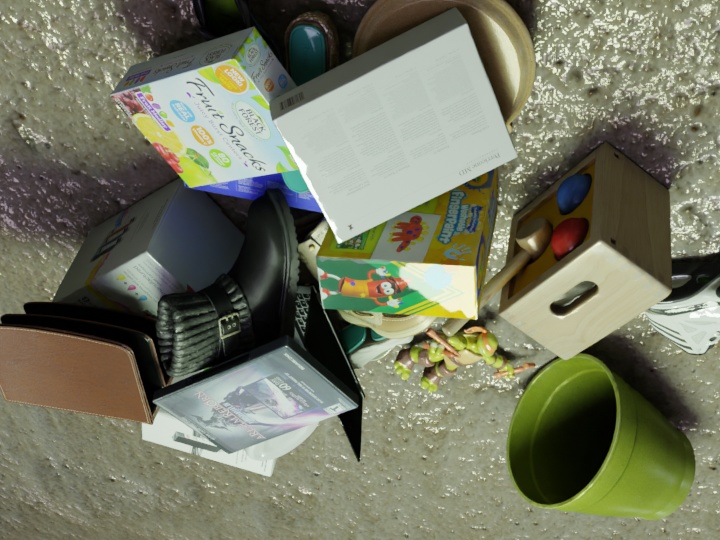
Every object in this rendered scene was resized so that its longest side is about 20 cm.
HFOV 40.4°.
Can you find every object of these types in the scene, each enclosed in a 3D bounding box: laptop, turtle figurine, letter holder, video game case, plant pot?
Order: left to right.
[{"bbox_3d":[-0.336,0.088,1.173,0.197,0.101,0.143,7,135,12],"label":"letter holder"},{"bbox_3d":[-0.122,0.150,1.142,0.198,0.019,0.143,-24,133,25],"label":"video game case"},{"bbox_3d":[-0.075,0.125,1.266,0.198,0.116,0.189,3,126,41],"label":"laptop"},{"bbox_3d":[0.120,0.106,1.281,0.198,0.065,0.160,17,151,-38],"label":"turtle figurine"},{"bbox_3d":[0.328,0.237,1.285,0.191,0.202,0.200,25,137,-27],"label":"plant pot"}]

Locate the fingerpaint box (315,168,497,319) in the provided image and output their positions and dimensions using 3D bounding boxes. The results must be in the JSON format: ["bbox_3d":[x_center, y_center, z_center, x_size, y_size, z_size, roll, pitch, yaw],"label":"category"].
[{"bbox_3d":[0.057,-0.040,1.058,0.164,0.201,0.074,3,127,13],"label":"fingerpaint box"}]

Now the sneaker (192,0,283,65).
[{"bbox_3d":[-0.134,-0.241,1.005,0.070,0.083,0.201,-1,134,17],"label":"sneaker"}]

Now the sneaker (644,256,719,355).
[{"bbox_3d":[0.430,0.042,1.140,0.198,0.076,0.116,-1,143,29],"label":"sneaker"}]

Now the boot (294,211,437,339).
[{"bbox_3d":[0.000,0.000,1.178,0.199,0.073,0.156,11,145,56],"label":"boot"}]

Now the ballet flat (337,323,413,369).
[{"bbox_3d":[0.030,0.082,1.300,0.069,0.070,0.199,35,137,-19],"label":"ballet flat"}]

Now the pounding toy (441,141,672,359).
[{"bbox_3d":[0.212,-0.010,1.058,0.141,0.185,0.200,33,134,-17],"label":"pounding toy"}]

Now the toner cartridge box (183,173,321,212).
[{"bbox_3d":[-0.108,-0.128,1.138,0.197,0.043,0.096,11,135,5],"label":"toner cartridge box"}]

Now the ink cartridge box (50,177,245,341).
[{"bbox_3d":[-0.260,0.007,1.245,0.199,0.146,0.145,-23,125,35],"label":"ink cartridge box"}]

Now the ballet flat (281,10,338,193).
[{"bbox_3d":[-0.049,-0.180,1.042,0.070,0.066,0.202,14,126,7],"label":"ballet flat"}]

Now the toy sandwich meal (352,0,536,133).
[{"bbox_3d":[0.089,-0.209,0.986,0.202,0.071,0.207,8,132,8],"label":"toy sandwich meal"}]

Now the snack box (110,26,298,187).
[{"bbox_3d":[-0.146,-0.161,1.010,0.198,0.053,0.143,-4,138,41],"label":"snack box"}]

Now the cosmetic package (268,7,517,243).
[{"bbox_3d":[0.033,-0.135,0.937,0.198,0.052,0.152,-25,122,5],"label":"cosmetic package"}]

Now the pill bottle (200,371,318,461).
[{"bbox_3d":[-0.147,0.141,1.305,0.110,0.201,0.112,-27,150,-17],"label":"pill bottle"}]

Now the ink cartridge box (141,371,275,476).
[{"bbox_3d":[-0.200,0.190,1.408,0.197,0.145,0.084,16,137,1],"label":"ink cartridge box"}]

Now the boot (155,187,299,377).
[{"bbox_3d":[-0.153,0.015,1.116,0.156,0.079,0.214,-5,106,-24],"label":"boot"}]
